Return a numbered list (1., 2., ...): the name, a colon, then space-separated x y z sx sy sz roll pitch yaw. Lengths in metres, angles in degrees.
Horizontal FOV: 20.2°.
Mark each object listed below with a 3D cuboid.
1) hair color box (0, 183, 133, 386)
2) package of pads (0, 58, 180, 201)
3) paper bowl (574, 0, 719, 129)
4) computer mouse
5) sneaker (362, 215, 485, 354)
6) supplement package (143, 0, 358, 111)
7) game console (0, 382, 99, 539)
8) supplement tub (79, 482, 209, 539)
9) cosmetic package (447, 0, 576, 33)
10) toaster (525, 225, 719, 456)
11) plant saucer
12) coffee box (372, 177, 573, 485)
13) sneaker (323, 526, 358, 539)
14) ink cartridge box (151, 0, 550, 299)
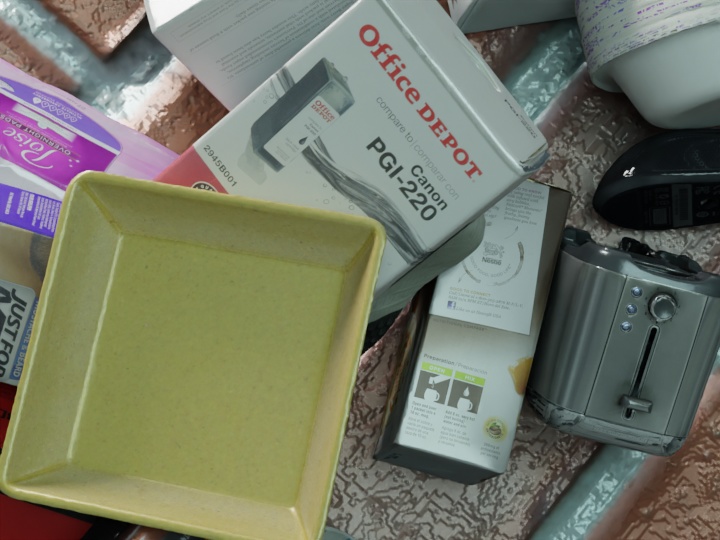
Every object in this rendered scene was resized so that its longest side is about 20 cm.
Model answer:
1. hair color box: -0.185 0.020 1.284 0.200 0.065 0.109 16 112 -12
2. package of pads: -0.217 -0.066 1.358 0.200 0.121 0.076 29 121 -4
3. paper bowl: 0.256 -0.164 1.411 0.201 0.201 0.104 -10 81 -11
4. computer mouse: 0.265 -0.069 1.449 0.200 0.139 0.053 -2 66 4
5. sneaker: 0.000 0.000 1.340 0.200 0.072 0.072 -38 46 23
6. supplement package: -0.044 -0.167 1.322 0.121 0.200 0.120 -30 49 13
7. game console: -0.240 0.135 1.327 0.200 0.119 0.172 20 46 -9
8. supplement tub: -0.084 0.224 1.243 0.200 0.107 0.107 45 76 -12
9. cosmetic package: 0.159 -0.280 1.434 0.200 0.166 0.167 -10 82 -10
10. toaster: 0.175 0.046 1.381 0.114 0.200 0.129 15 96 -7
11. plant saucer: -0.095 0.055 1.194 0.200 0.048 0.200 10 81 14
12. coffee box: 0.075 0.038 1.392 0.080 0.114 0.200 16 79 -6
13. sneaker: 0.005 0.212 1.341 0.200 0.131 0.080 11 80 -7
14. ink cartridge box: -0.007 -0.062 1.239 0.200 0.085 0.146 -39 90 19
